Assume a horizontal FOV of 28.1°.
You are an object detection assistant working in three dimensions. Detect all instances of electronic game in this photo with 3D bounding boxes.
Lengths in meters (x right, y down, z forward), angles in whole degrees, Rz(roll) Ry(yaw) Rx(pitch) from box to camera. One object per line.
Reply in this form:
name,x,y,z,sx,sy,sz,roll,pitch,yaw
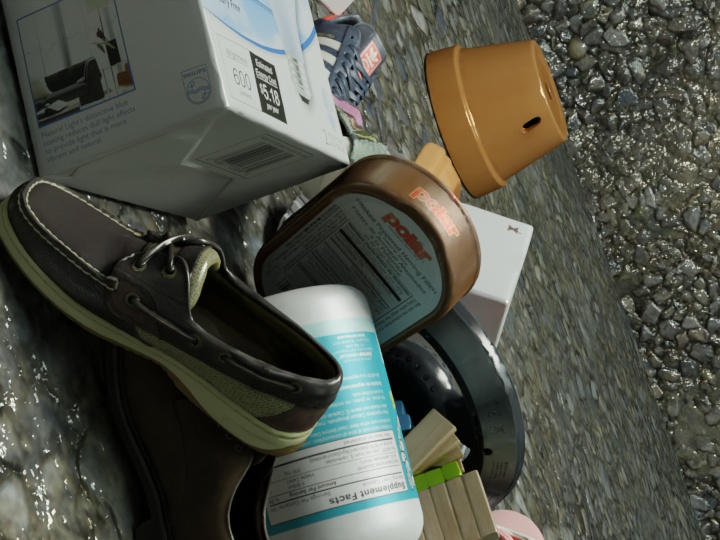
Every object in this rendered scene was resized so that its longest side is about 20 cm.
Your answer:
electronic game,0.039,0.087,1.040,0.041,0.199,0.202,-29,103,-36

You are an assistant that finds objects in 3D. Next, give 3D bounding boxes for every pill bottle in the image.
pill bottle,-0.025,0.119,0.896,0.111,0.109,0.203,18,56,-70

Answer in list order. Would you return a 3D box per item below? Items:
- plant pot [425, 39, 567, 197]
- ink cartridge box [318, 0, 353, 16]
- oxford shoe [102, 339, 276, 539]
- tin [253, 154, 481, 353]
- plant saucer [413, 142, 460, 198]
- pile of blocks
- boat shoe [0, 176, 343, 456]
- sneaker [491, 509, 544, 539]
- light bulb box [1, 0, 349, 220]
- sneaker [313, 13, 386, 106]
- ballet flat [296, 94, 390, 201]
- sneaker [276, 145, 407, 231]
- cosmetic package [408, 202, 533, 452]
plant pot,0.184,-0.214,1.882,0.200,0.138,0.203,-19,90,-73
ink cartridge box,-0.054,-0.298,1.247,0.116,0.067,0.200,48,8,22
oxford shoe,-0.085,0.089,0.782,0.073,0.083,0.203,10,62,-69
tin,0.000,0.000,0.948,0.112,0.200,0.042,46,52,-6
plant saucer,0.040,-0.003,1.169,0.200,0.037,0.203,19,89,-82
pile of blocks,0.024,0.132,0.990,0.200,0.082,0.062,43,-12,32
boat shoe,-0.093,0.011,0.737,0.199,0.065,0.073,36,32,-10
sneaker,0.101,0.209,1.028,0.200,0.074,0.106,-52,154,-59
light bulb box,-0.114,-0.153,0.867,0.198,0.123,0.203,14,60,-70
sneaker,-0.016,-0.163,1.211,0.201,0.083,0.076,-104,171,-53
ballet flat,-0.022,-0.082,1.023,0.071,0.070,0.201,28,17,-22
sneaker,-0.012,-0.029,1.162,0.074,0.083,0.200,36,33,11
cosmetic package,0.075,0.059,1.155,0.102,0.070,0.202,-65,171,-50
